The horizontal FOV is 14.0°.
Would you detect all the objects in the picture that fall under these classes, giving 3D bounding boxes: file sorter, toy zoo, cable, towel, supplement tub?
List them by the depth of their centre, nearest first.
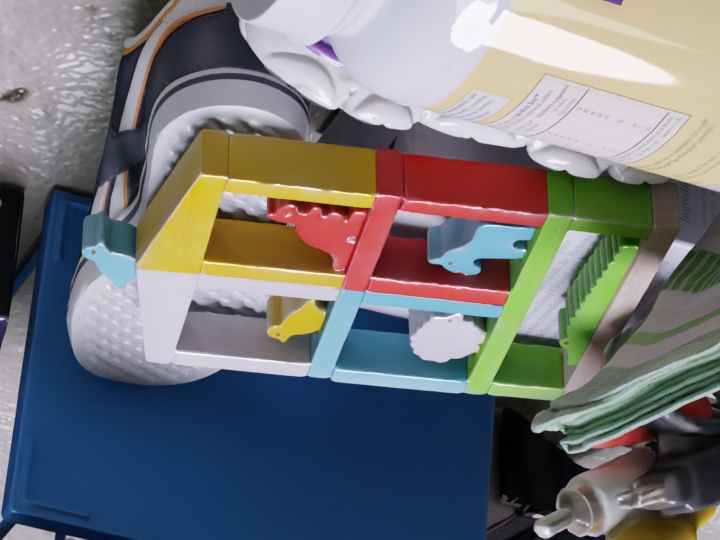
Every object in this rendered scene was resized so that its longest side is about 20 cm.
[{"bbox_3d":[0.073,-0.108,0.882,0.199,0.146,0.145,14,148,-18],"label":"supplement tub"},{"bbox_3d":[0.152,-0.023,0.974,0.023,0.200,0.152,49,147,-7],"label":"towel"},{"bbox_3d":[0.000,0.000,1.046,0.199,0.021,0.131,6,148,-11],"label":"toy zoo"},{"bbox_3d":[0.140,0.061,1.102,0.050,0.098,0.199,-13,178,44],"label":"cable"},{"bbox_3d":[-0.060,0.077,1.222,0.199,0.140,0.123,15,151,-19],"label":"file sorter"}]

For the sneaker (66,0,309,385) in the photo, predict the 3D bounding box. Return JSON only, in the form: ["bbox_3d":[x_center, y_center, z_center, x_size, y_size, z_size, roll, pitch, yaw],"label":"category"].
[{"bbox_3d":[-0.059,-0.033,1.085,0.078,0.080,0.200,8,146,-15],"label":"sneaker"}]

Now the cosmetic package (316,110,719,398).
[{"bbox_3d":[0.089,-0.018,1.105,0.199,0.072,0.101,14,148,-18],"label":"cosmetic package"}]

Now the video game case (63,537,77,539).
[{"bbox_3d":[-0.060,0.158,1.155,0.199,0.018,0.143,22,151,-26],"label":"video game case"}]

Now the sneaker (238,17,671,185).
[{"bbox_3d":[0.060,-0.085,0.995,0.199,0.081,0.084,9,121,-29],"label":"sneaker"}]

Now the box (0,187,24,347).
[{"bbox_3d":[-0.228,0.048,1.203,0.140,0.079,0.201,13,133,-11],"label":"box"}]

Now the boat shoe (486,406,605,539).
[{"bbox_3d":[0.025,0.124,1.353,0.199,0.075,0.093,-20,143,40],"label":"boat shoe"}]
